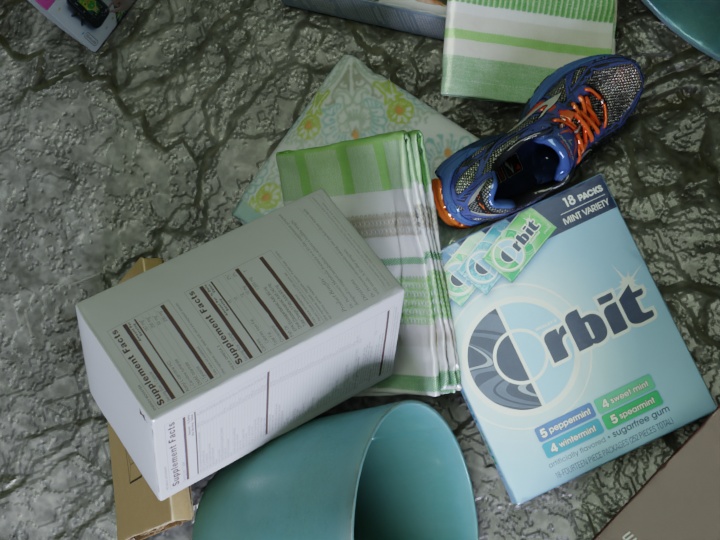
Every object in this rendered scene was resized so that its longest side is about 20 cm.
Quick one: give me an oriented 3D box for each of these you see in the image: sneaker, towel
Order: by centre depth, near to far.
[{"bbox_3d":[0.000,0.000,1.048,0.149,0.031,0.201,-6,97,39],"label":"towel"},{"bbox_3d":[0.149,-0.096,1.052,0.200,0.078,0.075,-41,110,-14],"label":"sneaker"},{"bbox_3d":[0.141,-0.232,1.103,0.152,0.023,0.201,5,87,-18],"label":"towel"},{"bbox_3d":[0.016,-0.059,1.127,0.200,0.048,0.172,35,85,17],"label":"towel"}]

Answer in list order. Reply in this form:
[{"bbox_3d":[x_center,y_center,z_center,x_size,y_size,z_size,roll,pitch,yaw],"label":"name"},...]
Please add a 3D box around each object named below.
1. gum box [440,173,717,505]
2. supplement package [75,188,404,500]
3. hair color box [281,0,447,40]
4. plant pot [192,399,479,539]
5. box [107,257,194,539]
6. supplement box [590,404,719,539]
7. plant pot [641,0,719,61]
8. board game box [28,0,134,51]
[{"bbox_3d":[0.151,0.052,1.048,0.169,0.045,0.201,-24,82,-1],"label":"gum box"},{"bbox_3d":[-0.084,0.050,0.960,0.199,0.114,0.110,-26,59,-23],"label":"supplement package"},{"bbox_3d":[0.032,-0.261,1.158,0.199,0.061,0.100,15,81,14],"label":"hair color box"},{"bbox_3d":[-0.025,0.201,1.007,0.160,0.200,0.202,-7,76,29],"label":"plant pot"},{"bbox_3d":[-0.174,0.108,1.082,0.021,0.163,0.201,-2,75,-25],"label":"box"},{"bbox_3d":[0.284,0.211,0.963,0.197,0.133,0.200,43,89,17],"label":"supplement box"},{"bbox_3d":[0.324,-0.287,1.043,0.200,0.200,0.196,38,79,17],"label":"plant pot"},{"bbox_3d":[-0.219,-0.308,1.178,0.064,0.148,0.200,36,88,18],"label":"board game box"}]
